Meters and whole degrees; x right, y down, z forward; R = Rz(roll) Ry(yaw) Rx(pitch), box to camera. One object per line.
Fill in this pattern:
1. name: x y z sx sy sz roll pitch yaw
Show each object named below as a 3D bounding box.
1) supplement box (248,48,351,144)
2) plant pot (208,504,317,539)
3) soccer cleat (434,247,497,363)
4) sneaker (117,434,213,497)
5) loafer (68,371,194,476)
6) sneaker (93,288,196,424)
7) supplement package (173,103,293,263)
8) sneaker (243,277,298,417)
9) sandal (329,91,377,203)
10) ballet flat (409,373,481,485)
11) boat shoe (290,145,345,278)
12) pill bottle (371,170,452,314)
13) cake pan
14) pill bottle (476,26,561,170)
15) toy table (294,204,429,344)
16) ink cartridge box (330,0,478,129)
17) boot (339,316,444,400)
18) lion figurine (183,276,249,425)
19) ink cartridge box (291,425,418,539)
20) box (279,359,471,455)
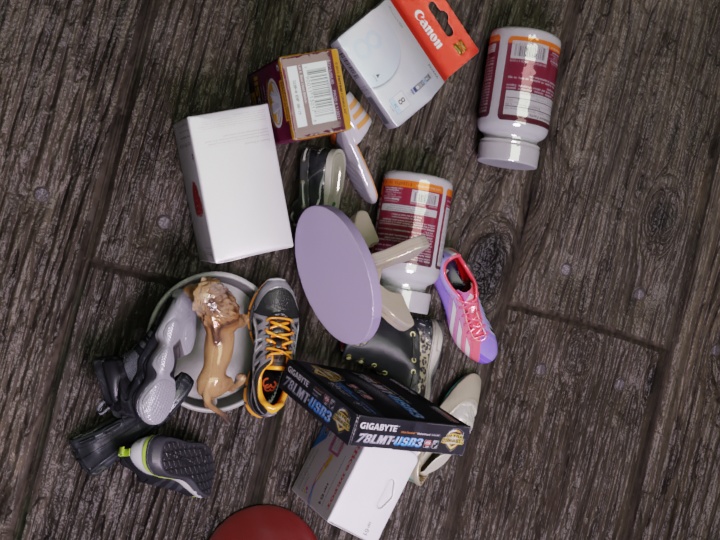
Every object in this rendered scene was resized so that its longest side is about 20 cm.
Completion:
1. supplement box: -0.089 -0.237 1.539 0.084 0.200 0.112 -12 96 -17
2. plant pot: -0.119 0.456 1.573 0.197 0.177 0.204 -1 93 -20
3. soccer cleat: 0.164 0.058 1.709 0.066 0.076 0.202 -28 101 -16
4. sneaker: -0.272 0.268 1.539 0.081 0.200 0.073 -4 64 18
5. loafer: -0.319 0.203 1.530 0.200 0.068 0.071 -39 96 5
6. sneaker: -0.298 0.111 1.503 0.112 0.076 0.203 1 57 18
7. supplement package: -0.181 -0.121 1.553 0.118 0.121 0.204 -13 96 -19
8. sneaker: -0.120 0.113 1.570 0.077 0.077 0.204 3 90 -18
9. sandal: -0.009 -0.203 1.640 0.059 0.079 0.209 -31 110 -17
10. ballet flat: 0.135 0.251 1.710 0.069 0.069 0.200 44 81 -16
11. boat shoe: -0.071 -0.083 1.635 0.067 0.072 0.204 11 97 18
12. pill bottle: 0.072 -0.042 1.654 0.108 0.109 0.204 10 89 -20
13. cake pan: -0.215 0.102 1.595 0.197 0.037 0.204 -1 93 -20
14. pill bottle: 0.242 -0.264 1.703 0.112 0.114 0.204 9 89 -20
15. toy table: 0.000 0.000 1.561 0.116 0.182 0.203 -7 80 -48
16. ink cartridge box: 0.075 -0.340 1.674 0.199 0.047 0.161 -40 104 -12
17. boot: 0.034 0.158 1.674 0.151 0.073 0.207 16 87 -15
18. lion figurine: -0.197 0.112 1.510 0.071 0.122 0.204 -4 84 8
19. ink cartridge box: -0.011 0.290 1.591 0.084 0.200 0.146 29 83 -18
20. box: 0.018 0.188 1.506 0.196 0.199 0.051 11 101 -35
